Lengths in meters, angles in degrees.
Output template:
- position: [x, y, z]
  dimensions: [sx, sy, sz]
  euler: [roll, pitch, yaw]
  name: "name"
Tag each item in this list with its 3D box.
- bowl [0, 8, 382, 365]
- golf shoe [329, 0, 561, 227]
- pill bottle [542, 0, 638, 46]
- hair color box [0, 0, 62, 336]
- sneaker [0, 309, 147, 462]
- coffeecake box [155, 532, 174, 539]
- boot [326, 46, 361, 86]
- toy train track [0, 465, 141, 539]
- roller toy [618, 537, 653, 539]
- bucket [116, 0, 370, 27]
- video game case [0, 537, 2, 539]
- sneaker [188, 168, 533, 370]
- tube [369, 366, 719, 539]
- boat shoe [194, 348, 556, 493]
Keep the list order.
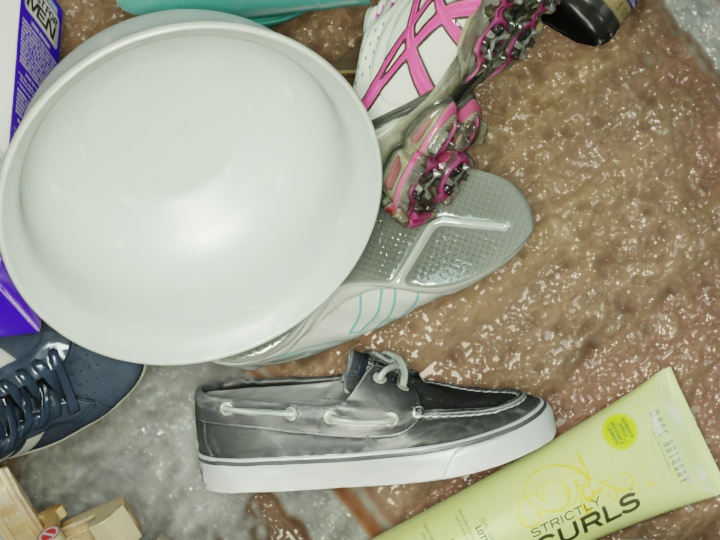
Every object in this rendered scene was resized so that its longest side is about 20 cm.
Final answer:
- position: [-0.095, -0.057, 1.264]
  dimensions: [0.199, 0.091, 0.202]
  euler: [-9, 125, -12]
  name: "bowl"
- position: [0.040, -0.127, 1.274]
  dimensions: [0.092, 0.072, 0.201]
  euler: [37, 109, 23]
  name: "golf shoe"
- position: [0.147, -0.233, 1.341]
  dimensions: [0.112, 0.112, 0.200]
  euler: [37, 89, -1]
  name: "pill bottle"
- position: [-0.223, -0.062, 1.304]
  dimensions: [0.108, 0.065, 0.201]
  euler: [-8, 60, 14]
  name: "hair color box"
- position: [-0.202, 0.080, 1.279]
  dimensions: [0.199, 0.085, 0.075]
  euler: [-23, 107, -3]
  name: "sneaker"
- position: [-0.042, 0.224, 1.312]
  dimensions: [0.199, 0.154, 0.073]
  euler: [29, 88, -1]
  name: "coffeecake box"
- position: [-0.047, -0.076, 1.351]
  dimensions: [0.198, 0.074, 0.076]
  euler: [-5, 78, -3]
  name: "boot"
- position: [-0.212, 0.178, 1.333]
  dimensions: [0.199, 0.033, 0.115]
  euler: [-24, 119, 9]
  name: "toy train track"
- position: [0.152, 0.249, 1.294]
  dimensions: [0.140, 0.200, 0.182]
  euler: [-40, 75, -16]
  name: "roller toy"
- position: [-0.063, -0.225, 1.296]
  dimensions: [0.134, 0.207, 0.209]
  euler: [-1, 90, -1]
  name: "bucket"
- position: [-0.250, 0.228, 1.376]
  dimensions: [0.142, 0.019, 0.202]
  euler: [13, 88, -1]
  name: "video game case"
- position: [0.000, 0.000, 1.353]
  dimensions: [0.199, 0.080, 0.071]
  euler: [-21, 75, 3]
  name: "sneaker"
- position: [0.101, 0.130, 1.371]
  dimensions: [0.199, 0.052, 0.058]
  euler: [-25, 131, -6]
  name: "tube"
- position: [0.007, 0.077, 1.355]
  dimensions: [0.198, 0.072, 0.068]
  euler: [-5, 103, 6]
  name: "boat shoe"
